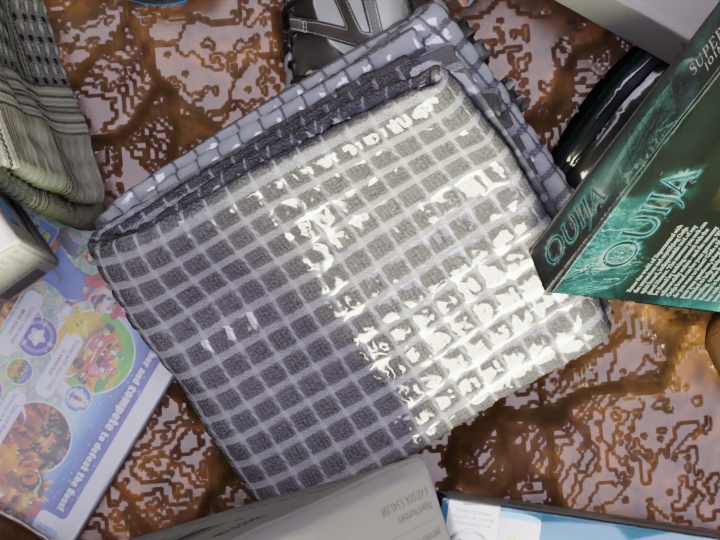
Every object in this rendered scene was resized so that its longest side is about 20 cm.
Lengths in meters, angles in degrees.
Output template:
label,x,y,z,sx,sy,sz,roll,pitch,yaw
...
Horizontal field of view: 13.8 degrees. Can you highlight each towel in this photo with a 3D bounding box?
label,x,y,z,sx,sy,sz,roll,pitch,yaw
towel,0.000,0.000,1.341,0.200,0.086,0.166,-30,106,12
towel,-0.162,-0.118,1.316,0.035,0.200,0.193,-21,82,4

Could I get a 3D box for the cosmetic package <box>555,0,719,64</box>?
label,x,y,z,sx,sy,sz,roll,pitch,yaw
cosmetic package,0.111,-0.162,1.358,0.200,0.051,0.083,33,81,26

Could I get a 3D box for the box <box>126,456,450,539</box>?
label,x,y,z,sx,sy,sz,roll,pitch,yaw
box,-0.067,0.196,1.249,0.199,0.200,0.171,-18,89,26

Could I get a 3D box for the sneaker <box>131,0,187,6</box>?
label,x,y,z,sx,sy,sz,roll,pitch,yaw
sneaker,-0.132,-0.210,1.382,0.071,0.083,0.200,-29,89,-2

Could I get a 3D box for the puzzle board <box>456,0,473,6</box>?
label,x,y,z,sx,sy,sz,roll,pitch,yaw
puzzle board,0.065,-0.213,1.253,0.017,0.200,0.151,37,82,29

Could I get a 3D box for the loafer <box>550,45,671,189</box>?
label,x,y,z,sx,sy,sz,roll,pitch,yaw
loafer,0.166,-0.092,1.390,0.200,0.073,0.072,-45,94,-1

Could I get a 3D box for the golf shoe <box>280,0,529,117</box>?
label,x,y,z,sx,sy,sz,roll,pitch,yaw
golf shoe,-0.012,-0.118,1.384,0.094,0.078,0.200,-37,88,-2

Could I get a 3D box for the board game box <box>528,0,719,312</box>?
label,x,y,z,sx,sy,sz,roll,pitch,yaw
board game box,0.177,-0.056,1.261,0.135,0.200,0.028,7,47,-31

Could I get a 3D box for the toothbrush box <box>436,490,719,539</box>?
label,x,y,z,sx,sy,sz,roll,pitch,yaw
toothbrush box,0.092,0.211,1.370,0.146,0.085,0.200,9,89,0

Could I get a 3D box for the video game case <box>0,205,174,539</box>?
label,x,y,z,sx,sy,sz,roll,pitch,yaw
video game case,-0.189,0.025,1.405,0.200,0.018,0.143,31,87,0

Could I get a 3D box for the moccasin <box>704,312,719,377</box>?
label,x,y,z,sx,sy,sz,roll,pitch,yaw
moccasin,0.233,0.094,1.379,0.074,0.078,0.201,-27,89,-2

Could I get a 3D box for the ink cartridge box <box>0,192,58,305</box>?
label,x,y,z,sx,sy,sz,roll,pitch,yaw
ink cartridge box,-0.206,-0.066,1.298,0.045,0.200,0.176,-36,89,-3

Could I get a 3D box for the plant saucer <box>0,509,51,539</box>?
label,x,y,z,sx,sy,sz,roll,pitch,yaw
plant saucer,-0.206,0.203,1.390,0.200,0.032,0.200,0,89,-2
